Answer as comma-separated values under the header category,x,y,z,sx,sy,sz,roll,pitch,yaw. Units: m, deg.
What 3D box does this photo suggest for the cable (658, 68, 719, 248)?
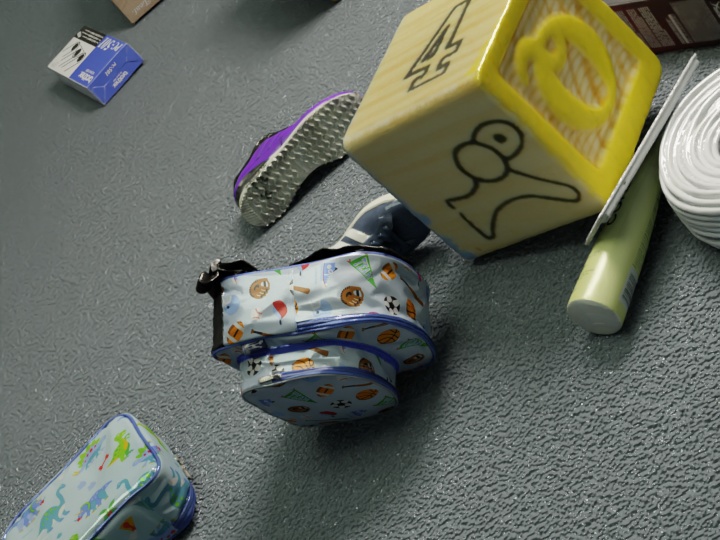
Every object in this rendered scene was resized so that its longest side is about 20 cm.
category,x,y,z,sx,sy,sz,roll,pitch,yaw
cable,0.352,-0.108,1.376,0.199,0.069,0.201,-16,41,37

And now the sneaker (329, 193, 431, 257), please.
category,x,y,z,sx,sy,sz,roll,pitch,yaw
sneaker,0.000,0.000,1.646,0.200,0.075,0.085,-39,28,26

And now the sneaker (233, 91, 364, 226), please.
category,x,y,z,sx,sy,sz,roll,pitch,yaw
sneaker,-0.080,-0.148,1.913,0.200,0.070,0.100,-42,29,1

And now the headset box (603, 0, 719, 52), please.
category,x,y,z,sx,sy,sz,roll,pitch,yaw
headset box,0.321,-0.299,1.633,0.199,0.077,0.149,-2,49,48

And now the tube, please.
category,x,y,z,sx,sy,sz,roll,pitch,yaw
tube,0.238,-0.037,1.436,0.058,0.052,0.201,-9,46,47

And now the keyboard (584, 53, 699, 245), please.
category,x,y,z,sx,sy,sz,roll,pitch,yaw
keyboard,0.252,-0.109,1.438,0.200,0.011,0.056,-56,-3,-25

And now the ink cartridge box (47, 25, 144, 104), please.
category,x,y,z,sx,sy,sz,roll,pitch,yaw
ink cartridge box,-0.418,-0.325,2.531,0.094,0.044,0.200,-49,32,-7

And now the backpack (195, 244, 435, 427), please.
category,x,y,z,sx,sy,sz,roll,pitch,yaw
backpack,-0.027,0.057,1.505,0.190,0.200,0.155,-21,68,20

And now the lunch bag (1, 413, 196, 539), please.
category,x,y,z,sx,sy,sz,roll,pitch,yaw
lunch bag,-0.267,0.250,1.635,0.200,0.082,0.161,-45,32,-4

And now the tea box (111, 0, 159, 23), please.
category,x,y,z,sx,sy,sz,roll,pitch,yaw
tea box,-0.352,-0.541,2.630,0.200,0.134,0.197,-40,32,5

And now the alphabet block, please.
category,x,y,z,sx,sy,sz,roll,pitch,yaw
alphabet block,0.136,-0.157,1.534,0.200,0.195,0.197,-20,38,48
